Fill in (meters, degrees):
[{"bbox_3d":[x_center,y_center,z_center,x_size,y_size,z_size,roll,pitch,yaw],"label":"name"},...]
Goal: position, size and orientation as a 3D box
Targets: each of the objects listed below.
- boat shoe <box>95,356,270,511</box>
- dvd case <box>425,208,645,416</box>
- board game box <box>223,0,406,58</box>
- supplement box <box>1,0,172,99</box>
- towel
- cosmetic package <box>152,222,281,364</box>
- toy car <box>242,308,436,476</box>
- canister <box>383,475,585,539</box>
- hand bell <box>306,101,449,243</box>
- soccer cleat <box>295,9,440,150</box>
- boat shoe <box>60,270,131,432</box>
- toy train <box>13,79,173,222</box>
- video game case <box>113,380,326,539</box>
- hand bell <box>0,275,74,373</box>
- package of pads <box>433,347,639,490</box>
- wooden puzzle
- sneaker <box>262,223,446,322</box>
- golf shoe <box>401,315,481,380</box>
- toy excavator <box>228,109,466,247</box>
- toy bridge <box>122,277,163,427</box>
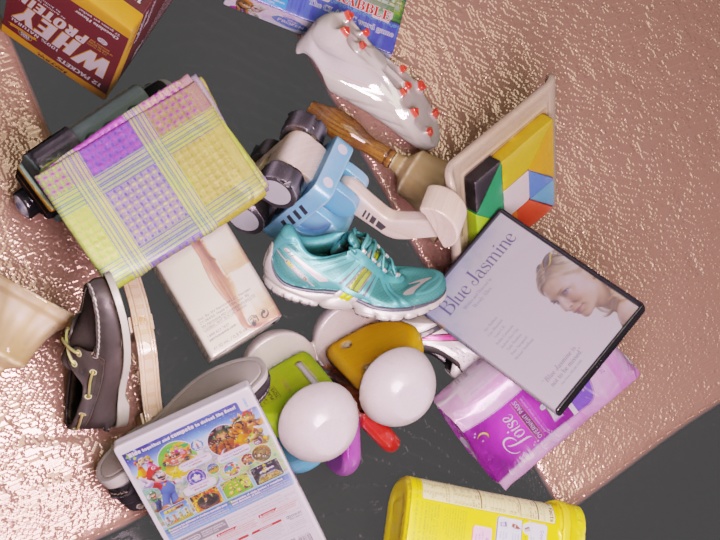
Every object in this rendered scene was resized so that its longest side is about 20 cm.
[{"bbox_3d":[-0.165,0.162,1.421,0.199,0.074,0.061,-38,123,-3],"label":"boat shoe"},{"bbox_3d":[0.174,0.039,1.491,0.199,0.018,0.143,36,81,31],"label":"dvd case"},{"bbox_3d":[-0.035,-0.361,1.647,0.198,0.041,0.202,19,71,-14],"label":"board game box"},{"bbox_3d":[-0.252,-0.319,1.476,0.132,0.197,0.201,33,69,-8],"label":"supplement box"},{"bbox_3d":[-0.198,-0.087,1.408,0.199,0.023,0.144,-35,93,-20],"label":"towel"},{"bbox_3d":[-0.168,-0.014,1.473,0.087,0.103,0.201,-31,89,-9],"label":"cosmetic package"},{"bbox_3d":[-0.020,0.136,1.479,0.198,0.175,0.152,-22,123,-17],"label":"toy car"},{"bbox_3d":[0.125,0.302,1.513,0.197,0.087,0.151,13,72,-14],"label":"canister"},{"bbox_3d":[0.027,-0.129,1.598,0.199,0.104,0.105,34,68,4],"label":"hand bell"},{"bbox_3d":[0.012,-0.206,1.617,0.200,0.077,0.070,45,38,-23],"label":"soccer cleat"},{"bbox_3d":[-0.255,0.084,1.381,0.060,0.203,0.072,-11,47,-19],"label":"boat shoe"},{"bbox_3d":[-0.264,-0.123,1.468,0.199,0.114,0.086,-36,90,-23],"label":"toy train"},{"bbox_3d":[-0.133,0.218,1.403,0.142,0.018,0.202,-24,115,0],"label":"video game case"},{"bbox_3d":[-0.365,0.111,1.396,0.103,0.104,0.202,28,82,-10],"label":"hand bell"},{"bbox_3d":[0.186,0.123,1.533,0.199,0.076,0.121,-39,116,0],"label":"package of pads"},{"bbox_3d":[0.162,-0.090,1.577,0.037,0.186,0.200,28,56,30],"label":"wooden puzzle"},{"bbox_3d":[0.000,0.000,1.469,0.197,0.078,0.081,9,114,-20],"label":"sneaker"},{"bbox_3d":[0.128,0.082,1.580,0.197,0.073,0.093,13,80,-9],"label":"golf shoe"},{"bbox_3d":[-0.012,-0.073,1.509,0.199,0.194,0.101,36,51,-18],"label":"toy excavator"},{"bbox_3d":[-0.226,0.058,1.461,0.027,0.067,0.203,-8,80,-20],"label":"toy bridge"}]
